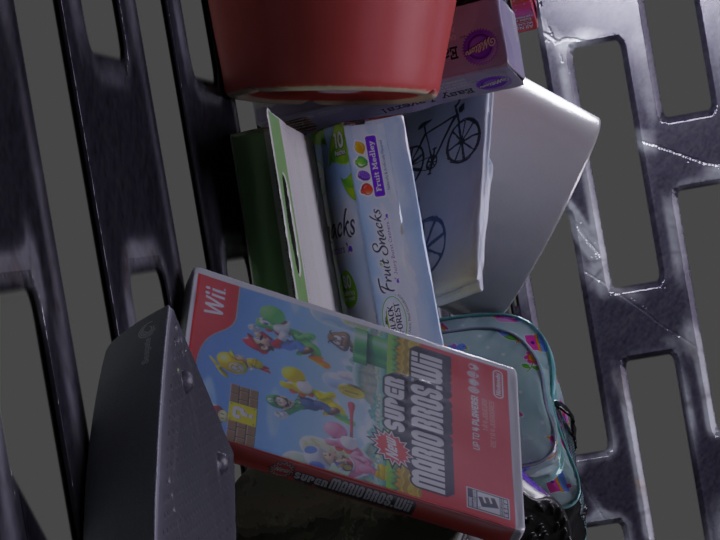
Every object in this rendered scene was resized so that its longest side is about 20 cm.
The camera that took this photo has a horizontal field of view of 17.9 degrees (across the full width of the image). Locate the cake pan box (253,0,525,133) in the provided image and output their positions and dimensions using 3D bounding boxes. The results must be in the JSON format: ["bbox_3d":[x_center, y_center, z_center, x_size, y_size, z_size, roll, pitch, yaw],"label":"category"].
[{"bbox_3d":[0.013,-0.202,1.608,0.052,0.199,0.185,26,55,-69],"label":"cake pan box"}]

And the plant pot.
[{"bbox_3d":[-0.018,-0.201,1.500,0.200,0.200,0.178,3,86,-81],"label":"plant pot"}]

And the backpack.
[{"bbox_3d":[0.081,0.125,1.787,0.200,0.175,0.154,-97,176,-45],"label":"backpack"}]

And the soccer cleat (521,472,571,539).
[{"bbox_3d":[0.092,0.162,1.667,0.073,0.068,0.200,44,-5,47],"label":"soccer cleat"}]

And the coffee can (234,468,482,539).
[{"bbox_3d":[0.012,0.207,1.321,0.147,0.146,0.200,-89,166,-51],"label":"coffee can"}]

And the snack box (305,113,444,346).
[{"bbox_3d":[0.000,0.000,1.603,0.142,0.053,0.201,169,-89,-67],"label":"snack box"}]

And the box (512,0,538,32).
[{"bbox_3d":[0.029,-0.229,1.750,0.100,0.199,0.096,-92,166,-44],"label":"box"}]

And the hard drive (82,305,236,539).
[{"bbox_3d":[-0.091,0.131,1.067,0.135,0.042,0.200,72,12,-46],"label":"hard drive"}]

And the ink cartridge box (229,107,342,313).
[{"bbox_3d":[-0.053,-0.022,1.480,0.200,0.048,0.146,14,66,-81],"label":"ink cartridge box"}]

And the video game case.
[{"bbox_3d":[-0.006,0.073,1.255,0.143,0.199,0.017,-88,-161,-55],"label":"video game case"}]

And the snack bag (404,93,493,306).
[{"bbox_3d":[0.037,-0.056,1.692,0.021,0.188,0.201,20,63,-32],"label":"snack bag"}]

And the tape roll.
[{"bbox_3d":[0.090,-0.069,1.879,0.203,0.139,0.203,-62,-177,5],"label":"tape roll"}]
